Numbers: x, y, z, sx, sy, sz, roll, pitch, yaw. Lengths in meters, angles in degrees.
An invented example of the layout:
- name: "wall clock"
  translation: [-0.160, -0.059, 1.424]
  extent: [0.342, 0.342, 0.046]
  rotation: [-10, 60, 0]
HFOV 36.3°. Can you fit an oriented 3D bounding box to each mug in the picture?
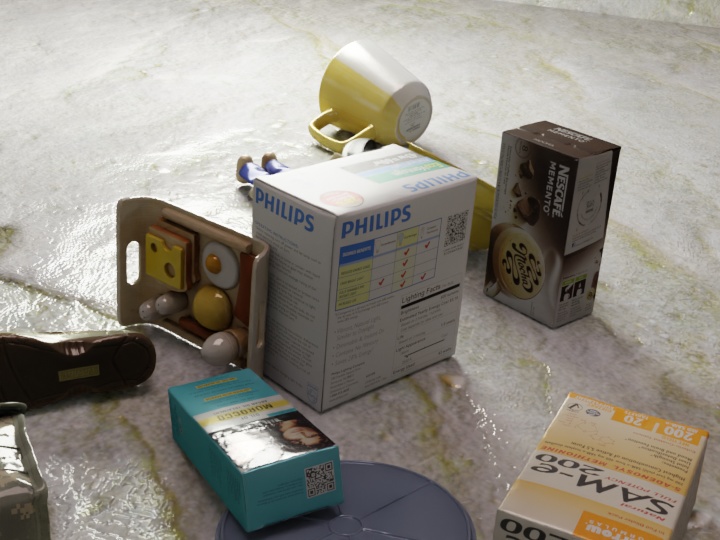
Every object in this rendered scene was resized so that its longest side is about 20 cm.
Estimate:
- name: "mug"
  translation: [0.026, -0.258, 1.776]
  extent: [0.153, 0.188, 0.149]
  rotation: [35, 5, 35]

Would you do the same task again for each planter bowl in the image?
- name: "planter bowl"
  translation: [0.127, -0.080, 1.389]
  extent: [0.199, 0.084, 0.200]
  rotation: [28, 6, -3]

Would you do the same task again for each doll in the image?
- name: "doll"
  translation: [-0.094, -0.112, 1.497]
  extent: [0.135, 0.049, 0.200]
  rotation: [-10, 28, -27]

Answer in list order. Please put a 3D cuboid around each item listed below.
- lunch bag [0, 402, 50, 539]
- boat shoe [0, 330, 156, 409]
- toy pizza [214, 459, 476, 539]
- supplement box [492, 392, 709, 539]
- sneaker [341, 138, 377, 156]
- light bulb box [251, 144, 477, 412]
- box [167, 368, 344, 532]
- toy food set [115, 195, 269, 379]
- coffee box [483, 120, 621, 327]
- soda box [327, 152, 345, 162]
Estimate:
- name: "lunch bag"
  translation: [-0.313, 0.163, 0.784]
  extent: [0.162, 0.119, 0.200]
  rotation: [-7, 21, -23]
- name: "boat shoe"
  translation: [-0.295, 0.087, 1.024]
  extent: [0.198, 0.073, 0.076]
  rotation: [1, 9, -26]
- name: "toy pizza"
  translation: [-0.011, 0.206, 0.835]
  extent: [0.197, 0.032, 0.201]
  rotation: [0, 21, 0]
- name: "supplement box"
  translation: [0.193, 0.185, 0.872]
  extent: [0.125, 0.074, 0.200]
  rotation: [14, 27, 22]
- name: "sneaker"
  translation: [0.030, -0.126, 1.488]
  extent: [0.105, 0.075, 0.201]
  rotation: [-14, 31, 17]
- name: "light bulb box"
  translation: [0.000, 0.000, 1.088]
  extent: [0.197, 0.202, 0.124]
  rotation: [-18, 33, -41]
- name: "box"
  translation: [-0.091, 0.140, 0.900]
  extent: [0.081, 0.050, 0.200]
  rotation: [-12, 18, -24]
- name: "toy food set"
  translation: [-0.169, 0.023, 1.077]
  extent: [0.199, 0.145, 0.060]
  rotation: [22, 30, 33]
- name: "coffee box"
  translation: [0.214, -0.054, 1.244]
  extent: [0.079, 0.202, 0.113]
  rotation: [-17, 32, -38]
- name: "soda box"
  translation: [-0.054, -0.028, 1.182]
  extent: [0.067, 0.064, 0.201]
  rotation: [27, 66, 29]
